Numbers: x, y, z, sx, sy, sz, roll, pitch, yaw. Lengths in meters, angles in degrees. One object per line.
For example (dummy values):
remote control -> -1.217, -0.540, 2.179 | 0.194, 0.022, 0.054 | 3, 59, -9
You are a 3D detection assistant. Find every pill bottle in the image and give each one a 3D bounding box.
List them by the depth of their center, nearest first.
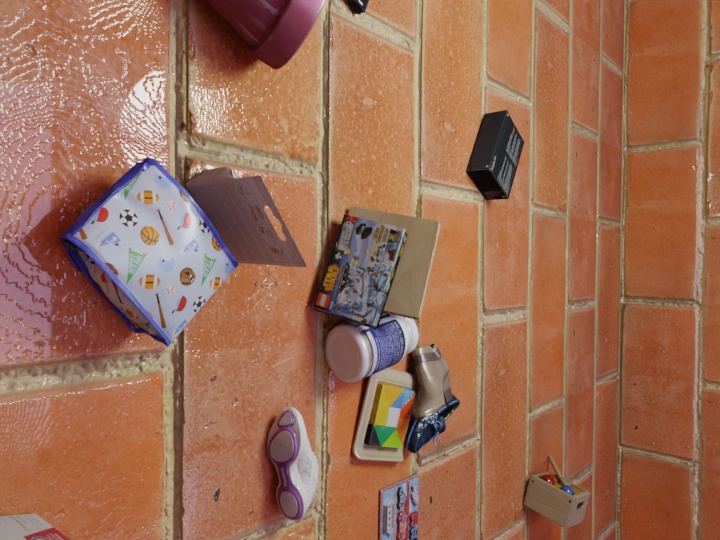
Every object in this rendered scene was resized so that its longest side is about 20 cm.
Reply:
pill bottle -> 0.029, 0.152, 1.202 | 0.197, 0.114, 0.119 | -12, 100, -48

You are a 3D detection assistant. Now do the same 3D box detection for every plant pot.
plant pot -> -0.163, -0.463, 0.921 | 0.176, 0.198, 0.205 | 25, 72, -30

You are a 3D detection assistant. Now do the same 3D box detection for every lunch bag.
lunch bag -> -0.299, -0.030, 0.812 | 0.172, 0.121, 0.202 | -56, 137, -31

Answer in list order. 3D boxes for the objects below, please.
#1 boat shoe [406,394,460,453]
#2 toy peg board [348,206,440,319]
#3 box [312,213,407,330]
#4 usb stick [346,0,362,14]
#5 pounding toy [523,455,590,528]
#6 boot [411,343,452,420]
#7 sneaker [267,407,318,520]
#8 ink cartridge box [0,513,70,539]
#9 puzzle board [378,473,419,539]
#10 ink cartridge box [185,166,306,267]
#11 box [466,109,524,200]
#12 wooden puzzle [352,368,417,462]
boat shoe -> 0.182, 0.367, 1.407 | 0.200, 0.067, 0.086 | -48, 148, -35
toy peg board -> 0.055, -0.007, 1.202 | 0.098, 0.194, 0.205 | 56, 47, -68
box -> 0.000, 0.000, 1.137 | 0.040, 0.134, 0.205 | 52, 56, -67
usb stick -> 0.016, -0.642, 1.230 | 0.055, 0.032, 0.205 | 32, 67, -37
pounding toy -> 0.658, 0.733, 1.922 | 0.198, 0.182, 0.146 | 15, 92, -48
boot -> 0.158, 0.258, 1.371 | 0.199, 0.069, 0.150 | -8, 76, -62
sneaker -> -0.122, 0.353, 1.081 | 0.099, 0.073, 0.206 | -15, 103, -67
ink cartridge box -> -0.444, 0.336, 0.632 | 0.198, 0.143, 0.086 | 19, 76, -47
puzzle board -> 0.095, 0.605, 1.366 | 0.149, 0.017, 0.206 | 0, 90, -50
ink cartridge box -> -0.169, -0.085, 0.901 | 0.050, 0.196, 0.163 | -48, 125, -36
box -> 0.388, -0.327, 1.637 | 0.141, 0.077, 0.204 | 43, 60, -44
wooden puzzle -> 0.065, 0.328, 1.308 | 0.183, 0.037, 0.206 | 23, 74, -47
